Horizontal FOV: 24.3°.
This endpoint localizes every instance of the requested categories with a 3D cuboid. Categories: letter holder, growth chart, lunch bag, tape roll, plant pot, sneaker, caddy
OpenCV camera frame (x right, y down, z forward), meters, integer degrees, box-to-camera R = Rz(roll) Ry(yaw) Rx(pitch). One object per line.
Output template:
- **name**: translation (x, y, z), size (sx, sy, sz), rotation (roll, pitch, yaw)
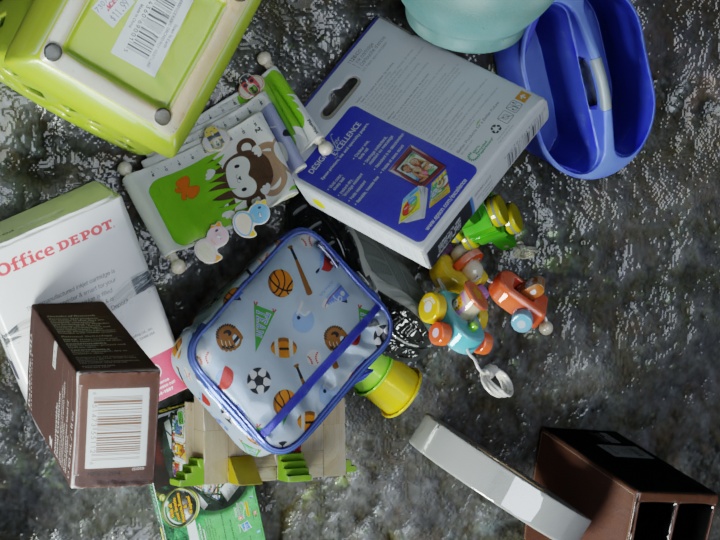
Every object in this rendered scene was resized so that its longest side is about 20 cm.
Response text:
- **letter holder**: translation (0.266, 0.266, 1.756), size (0.100, 0.200, 0.144), rotation (5, 101, -24)
- **growth chart**: translation (-0.124, -0.097, 1.554), size (0.199, 0.018, 0.145), rotation (-37, 70, -10)
- **lunch bag**: translation (-0.066, 0.067, 1.561), size (0.160, 0.075, 0.200), rotation (48, 65, -9)
- **tape roll**: translation (0.140, 0.212, 1.689), size (0.202, 0.203, 0.037), rotation (33, 89, -26)
- **plant pot**: translation (-0.206, -0.218, 1.444), size (0.198, 0.181, 0.201), rotation (30, 89, -26)
- **sneaker**: translation (0.000, 0.000, 1.655), size (0.074, 0.080, 0.200), rotation (-35, 104, 29)
- **caddy**: translation (0.218, -0.192, 1.674), size (0.140, 0.105, 0.202), rotation (-23, 111, -18)
- **plant pot**: translation (0.107, -0.291, 1.572), size (0.198, 0.201, 0.135), rotation (-10, 134, -21)

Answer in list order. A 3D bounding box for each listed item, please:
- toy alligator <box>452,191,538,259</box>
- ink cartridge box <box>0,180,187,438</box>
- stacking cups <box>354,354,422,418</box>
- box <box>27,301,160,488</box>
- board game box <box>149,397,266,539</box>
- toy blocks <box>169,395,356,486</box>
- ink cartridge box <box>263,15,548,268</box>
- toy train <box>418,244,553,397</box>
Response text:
- **toy alligator**: translation (0.127, -0.053, 1.645), size (0.059, 0.200, 0.055), rotation (-20, 74, 21)
- **ink cartridge box**: translation (-0.261, 0.039, 1.536), size (0.144, 0.084, 0.202), rotation (-25, 112, -16)
- **stacking cups**: translation (-0.030, 0.069, 1.666), size (0.199, 0.060, 0.061), rotation (38, 87, -21)
- **box**: translation (-0.228, 0.100, 1.407), size (0.074, 0.200, 0.101), rotation (0, 104, -20)
- **board game box**: translation (-0.155, 0.224, 1.662), size (0.104, 0.023, 0.202), rotation (-17, 108, -22)
- **toy blocks**: translation (-0.092, 0.132, 1.617), size (0.198, 0.100, 0.138), rotation (0, 89, -27)
- **ink cartridge box**: translation (0.041, -0.123, 1.573), size (0.198, 0.199, 0.047), rotation (-51, 150, -17)
- **toy train**: translation (0.135, 0.034, 1.665), size (0.150, 0.200, 0.056), rotation (38, 120, -5)
